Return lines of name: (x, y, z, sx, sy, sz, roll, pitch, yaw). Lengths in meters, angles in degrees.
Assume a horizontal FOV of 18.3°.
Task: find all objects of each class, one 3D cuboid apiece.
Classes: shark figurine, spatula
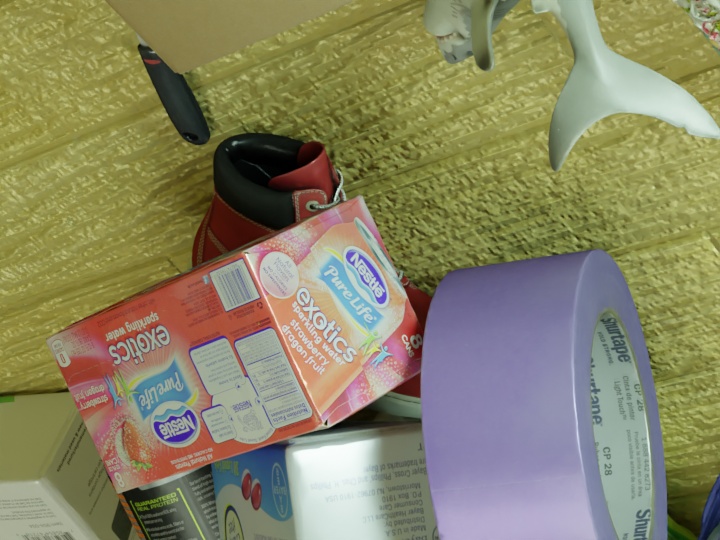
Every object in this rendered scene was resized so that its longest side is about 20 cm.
shark figurine: (0.095, -0.136, 1.034, 0.089, 0.214, 0.129, -11, 113, -17)
spatula: (-0.116, -0.137, 1.207, 0.056, 0.021, 0.201, 6, 140, 22)

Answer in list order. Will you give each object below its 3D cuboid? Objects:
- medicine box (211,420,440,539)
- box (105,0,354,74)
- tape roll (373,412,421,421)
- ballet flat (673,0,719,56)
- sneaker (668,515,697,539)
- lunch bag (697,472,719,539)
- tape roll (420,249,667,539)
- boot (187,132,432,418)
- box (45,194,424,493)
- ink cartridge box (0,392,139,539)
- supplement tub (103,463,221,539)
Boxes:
medicine box: (-0.006, 0.189, 1.267, 0.102, 0.202, 0.182, -6, 178, -18)
box: (-0.106, -0.188, 1.087, 0.200, 0.021, 0.163, 45, 146, -24)
tape roll: (0.041, 0.182, 1.369, 0.037, 0.204, 0.203, -5, 144, -13)
ballet flat: (0.174, -0.134, 1.000, 0.199, 0.076, 0.064, 31, -177, -20)
sneaker: (0.167, 0.181, 1.387, 0.074, 0.084, 0.200, -6, 134, 33)
lunch bag: (0.267, 0.200, 1.281, 0.169, 0.201, 0.124, 19, 176, 1)
tape roll: (0.103, 0.093, 1.210, 0.084, 0.201, 0.201, -7, 134, 19)
boot: (0.000, 0.000, 1.273, 0.199, 0.073, 0.145, 25, 141, 5)
box: (-0.068, 0.044, 1.221, 0.200, 0.094, 0.103, -23, 93, 49)
ink cartridge box: (-0.211, 0.183, 1.589, 0.145, 0.084, 0.200, -6, 133, 34)
supplement tub: (-0.083, 0.145, 1.409, 0.122, 0.122, 0.201, -15, 106, 40)
